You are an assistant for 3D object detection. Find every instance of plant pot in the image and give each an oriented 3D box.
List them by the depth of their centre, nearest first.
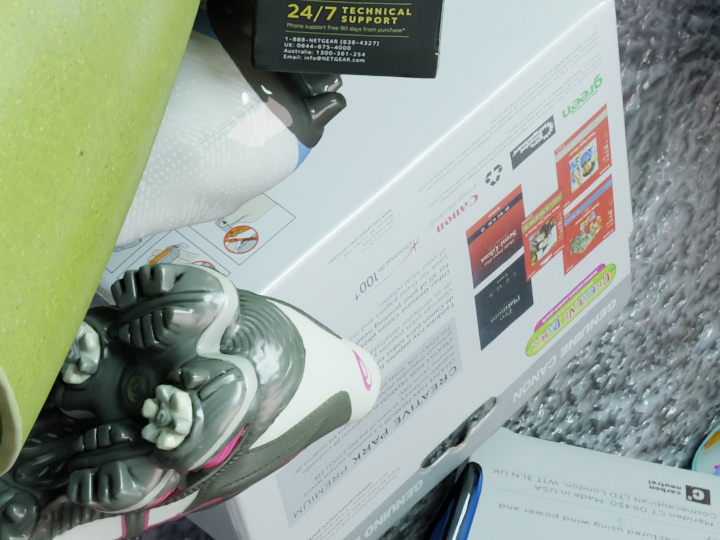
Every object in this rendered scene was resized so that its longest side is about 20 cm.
[{"bbox_3d":[-0.115,-0.079,0.747,0.200,0.187,0.187,-57,151,-26],"label":"plant pot"}]

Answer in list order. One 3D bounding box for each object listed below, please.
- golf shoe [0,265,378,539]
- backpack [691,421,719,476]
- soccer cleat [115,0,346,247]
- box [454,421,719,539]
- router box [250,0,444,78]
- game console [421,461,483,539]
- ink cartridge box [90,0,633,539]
[{"bbox_3d":[-0.086,0.060,0.880,0.088,0.200,0.077,10,66,-48],"label":"golf shoe"},{"bbox_3d":[0.252,0.095,1.394,0.200,0.167,0.127,-42,126,-14],"label":"backpack"},{"bbox_3d":[-0.052,-0.060,0.877,0.086,0.070,0.200,-34,-169,9],"label":"soccer cleat"},{"bbox_3d":[0.121,0.183,1.176,0.200,0.199,0.131,-81,-176,-59],"label":"box"},{"bbox_3d":[0.000,-0.172,0.790,0.052,0.200,0.157,3,128,-3],"label":"router box"},{"bbox_3d":[-0.033,0.164,1.119,0.170,0.119,0.200,-12,165,-8],"label":"game console"},{"bbox_3d":[0.000,0.000,1.030,0.200,0.084,0.176,-41,147,-21],"label":"ink cartridge box"}]
